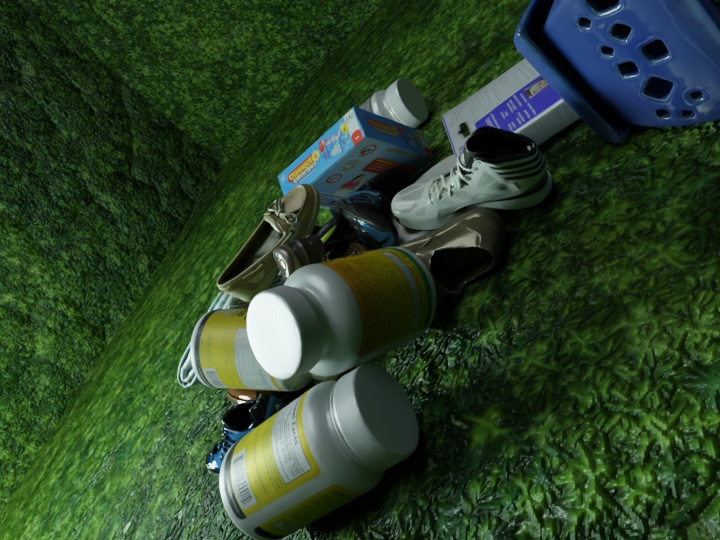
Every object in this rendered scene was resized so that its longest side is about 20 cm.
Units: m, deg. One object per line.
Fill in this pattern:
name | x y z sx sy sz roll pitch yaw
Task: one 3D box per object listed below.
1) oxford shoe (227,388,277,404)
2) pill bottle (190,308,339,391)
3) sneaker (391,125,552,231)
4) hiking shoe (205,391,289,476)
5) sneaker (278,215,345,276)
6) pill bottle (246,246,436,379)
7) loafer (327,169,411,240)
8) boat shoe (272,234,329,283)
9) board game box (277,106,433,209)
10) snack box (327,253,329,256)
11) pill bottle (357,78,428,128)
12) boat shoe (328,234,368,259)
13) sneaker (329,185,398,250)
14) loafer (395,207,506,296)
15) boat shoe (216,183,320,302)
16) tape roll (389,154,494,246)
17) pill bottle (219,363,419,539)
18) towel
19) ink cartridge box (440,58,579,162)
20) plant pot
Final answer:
oxford shoe | -0.174 0.165 0.850 0.199 0.070 0.073 14 96 64
pill bottle | -0.126 0.109 0.752 0.196 0.113 0.113 -3 44 20
sneaker | 0.114 -0.115 0.632 0.197 0.115 0.077 -11 59 24
hiking shoe | -0.163 0.222 0.753 0.199 0.086 0.075 -37 26 29
sneaker | -0.106 -0.046 0.857 0.198 0.082 0.074 -24 3 36
pill bottle | -0.016 0.043 0.571 0.198 0.115 0.112 -15 -8 -46
loafer | 0.005 -0.113 0.955 0.199 0.073 0.072 -35 17 23
boat shoe | -0.070 0.010 0.771 0.073 0.075 0.200 -29 -14 -10
board game box | -0.006 -0.179 0.934 0.195 0.198 0.057 -33 70 34
snack box | -0.084 0.056 0.915 0.115 0.037 0.202 -27 33 44
pill bottle | 0.036 -0.295 1.115 0.199 0.113 0.115 -30 30 39
boat shoe | 0.000 0.000 0.805 0.072 0.064 0.200 -53 20 12
sneaker | 0.014 -0.088 0.816 0.081 0.074 0.200 -37 28 -5
loafer | 0.084 -0.002 0.650 0.199 0.076 0.068 -37 20 29
boat shoe | -0.134 -0.046 0.798 0.202 0.063 0.073 -52 51 6
tape roll | 0.110 -0.083 0.770 0.202 0.037 0.204 -39 26 23
pill bottle | -0.043 0.187 0.556 0.199 0.114 0.115 -38 26 26
towel | -0.211 0.103 0.931 0.201 0.048 0.170 -55 -19 21
ink cartridge box | 0.215 -0.226 0.753 0.198 0.043 0.200 -30 30 20
plant pot | 0.281 -0.260 0.534 0.202 0.199 0.179 -60 19 -22
